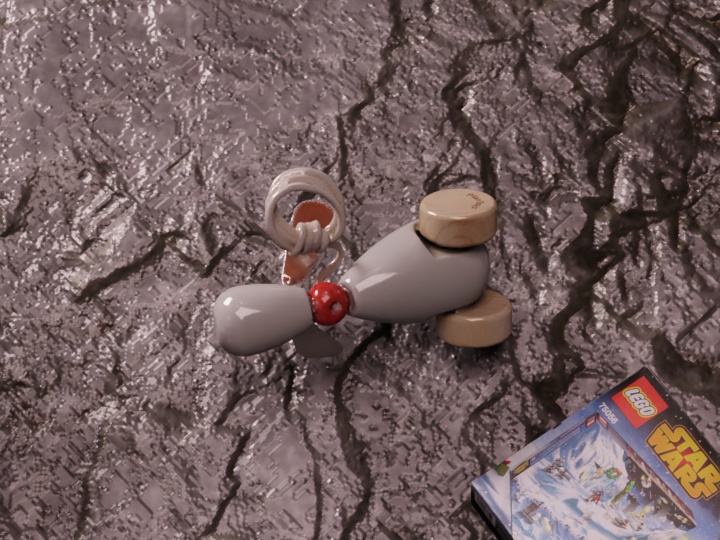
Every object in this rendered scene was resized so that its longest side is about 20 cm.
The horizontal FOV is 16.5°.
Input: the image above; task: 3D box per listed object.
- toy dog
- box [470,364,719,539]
[{"bbox_3d":[0.000,0.000,1.558,0.199,0.096,0.133,9,103,-25],"label":"toy dog"},{"bbox_3d":[0.178,0.174,1.503,0.137,0.040,0.200,-32,68,-12],"label":"box"}]
